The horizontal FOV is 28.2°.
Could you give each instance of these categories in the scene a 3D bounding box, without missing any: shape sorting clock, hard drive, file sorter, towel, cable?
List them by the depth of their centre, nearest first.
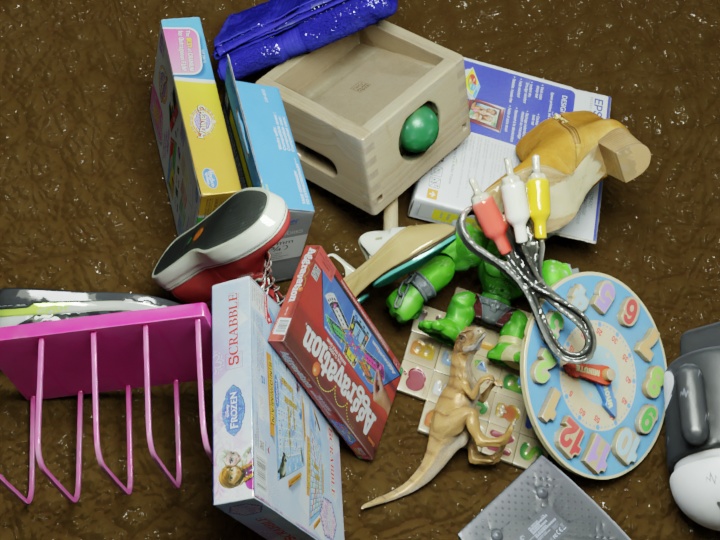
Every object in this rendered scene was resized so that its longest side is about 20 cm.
[{"bbox_3d":[-0.217,0.124,1.254,0.197,0.139,0.127,-7,64,3],"label":"file sorter"},{"bbox_3d":[0.194,0.287,1.334,0.134,0.042,0.200,-37,75,-26],"label":"hard drive"},{"bbox_3d":[0.154,-0.002,1.338,0.096,0.050,0.203,-19,81,-1],"label":"cable"},{"bbox_3d":[0.232,0.102,1.399,0.198,0.039,0.203,3,85,-34],"label":"shape sorting clock"},{"bbox_3d":[-0.056,-0.271,1.492,0.198,0.050,0.148,-20,27,14],"label":"towel"}]

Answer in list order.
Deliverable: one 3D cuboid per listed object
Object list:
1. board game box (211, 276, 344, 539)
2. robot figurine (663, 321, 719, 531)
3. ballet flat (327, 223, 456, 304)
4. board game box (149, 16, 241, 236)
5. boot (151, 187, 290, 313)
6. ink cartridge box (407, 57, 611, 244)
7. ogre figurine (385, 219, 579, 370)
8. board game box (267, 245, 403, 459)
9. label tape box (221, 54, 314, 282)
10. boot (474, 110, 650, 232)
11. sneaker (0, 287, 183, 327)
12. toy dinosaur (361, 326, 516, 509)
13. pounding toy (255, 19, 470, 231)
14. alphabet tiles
[{"bbox_3d":[-0.072,0.139,1.275,0.041,0.200,0.203,-13,60,18],"label":"board game box"},{"bbox_3d":[0.359,0.151,1.393,0.148,0.125,0.203,8,61,-8],"label":"robot figurine"},{"bbox_3d":[0.000,0.000,1.382,0.199,0.069,0.063,-36,83,11],"label":"ballet flat"},{"bbox_3d":[-0.166,-0.122,1.415,0.040,0.153,0.202,-8,64,-17],"label":"board game box"},{"bbox_3d":[-0.088,0.006,1.316,0.144,0.199,0.073,39,56,-18],"label":"boot"},{"bbox_3d":[0.164,-0.125,1.549,0.197,0.047,0.200,16,59,-5],"label":"ink cartridge box"},{"bbox_3d":[0.135,0.027,1.429,0.197,0.098,0.121,17,77,15],"label":"ogre figurine"},{"bbox_3d":[-0.019,0.079,1.326,0.019,0.201,0.104,2,55,31],"label":"board game box"},{"bbox_3d":[-0.094,-0.095,1.387,0.062,0.201,0.146,-9,64,-16],"label":"label tape box"},{"bbox_3d":[0.183,-0.101,1.454,0.199,0.072,0.144,-22,24,-12],"label":"boot"},{"bbox_3d":[-0.256,0.062,1.361,0.197,0.072,0.084,3,89,-11],"label":"sneaker"},{"bbox_3d":[0.088,0.155,1.375,0.105,0.060,0.202,22,83,6],"label":"toy dinosaur"},{"bbox_3d":[0.013,-0.134,1.468,0.199,0.143,0.184,30,57,33],"label":"pounding toy"},{"bbox_3d":[0.138,0.108,1.439,0.197,0.006,0.168,19,61,-1],"label":"alphabet tiles"}]
